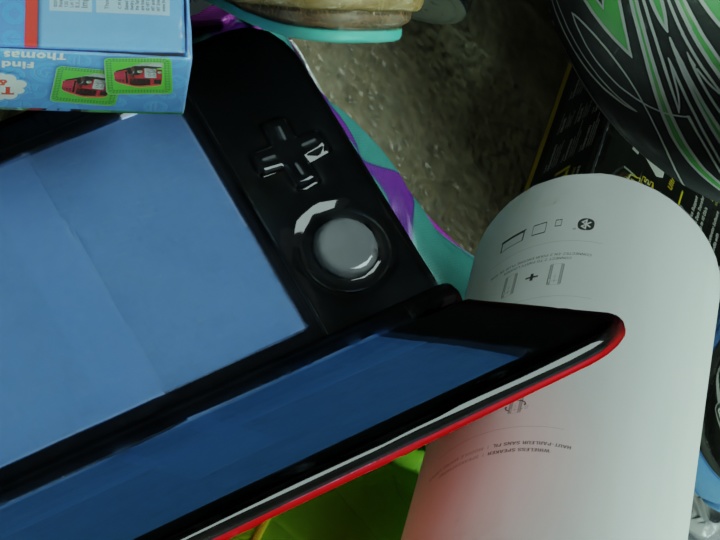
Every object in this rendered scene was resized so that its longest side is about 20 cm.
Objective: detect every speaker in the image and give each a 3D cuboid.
[{"bbox_3d":[0.058,0.054,0.835,0.081,0.081,0.200,47,28,-18],"label":"speaker"}]

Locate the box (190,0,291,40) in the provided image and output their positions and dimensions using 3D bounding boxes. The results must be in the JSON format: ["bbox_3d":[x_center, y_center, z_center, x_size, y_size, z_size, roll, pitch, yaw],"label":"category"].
[{"bbox_3d":[-0.062,-0.169,0.933,0.200,0.156,0.041,51,41,-15],"label":"box"}]

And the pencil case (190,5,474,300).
[{"bbox_3d":[0.000,0.000,0.957,0.200,0.085,0.093,43,79,-24],"label":"pencil case"}]

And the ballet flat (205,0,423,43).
[{"bbox_3d":[-0.049,-0.112,0.880,0.068,0.200,0.073,-2,99,-32],"label":"ballet flat"}]

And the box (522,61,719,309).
[{"bbox_3d":[0.143,-0.024,1.161,0.160,0.049,0.200,42,43,-20],"label":"box"}]

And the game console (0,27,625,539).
[{"bbox_3d":[-0.062,0.009,0.777,0.199,0.119,0.173,-23,70,-22],"label":"game console"}]

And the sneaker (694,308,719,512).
[{"bbox_3d":[0.170,-0.007,0.934,0.071,0.083,0.200,39,69,-37],"label":"sneaker"}]

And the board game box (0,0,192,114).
[{"bbox_3d":[-0.149,-0.118,0.817,0.199,0.037,0.152,2,62,-8],"label":"board game box"}]

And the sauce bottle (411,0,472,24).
[{"bbox_3d":[0.051,-0.191,1.109,0.066,0.066,0.201,33,69,-31],"label":"sauce bottle"}]

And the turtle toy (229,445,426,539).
[{"bbox_3d":[-0.022,0.113,0.856,0.199,0.101,0.146,-7,51,-47],"label":"turtle toy"}]

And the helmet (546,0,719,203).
[{"bbox_3d":[0.158,-0.120,1.055,0.200,0.200,0.191,35,60,-30],"label":"helmet"}]

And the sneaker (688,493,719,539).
[{"bbox_3d":[0.150,0.123,0.996,0.199,0.112,0.078,15,57,-15],"label":"sneaker"}]
